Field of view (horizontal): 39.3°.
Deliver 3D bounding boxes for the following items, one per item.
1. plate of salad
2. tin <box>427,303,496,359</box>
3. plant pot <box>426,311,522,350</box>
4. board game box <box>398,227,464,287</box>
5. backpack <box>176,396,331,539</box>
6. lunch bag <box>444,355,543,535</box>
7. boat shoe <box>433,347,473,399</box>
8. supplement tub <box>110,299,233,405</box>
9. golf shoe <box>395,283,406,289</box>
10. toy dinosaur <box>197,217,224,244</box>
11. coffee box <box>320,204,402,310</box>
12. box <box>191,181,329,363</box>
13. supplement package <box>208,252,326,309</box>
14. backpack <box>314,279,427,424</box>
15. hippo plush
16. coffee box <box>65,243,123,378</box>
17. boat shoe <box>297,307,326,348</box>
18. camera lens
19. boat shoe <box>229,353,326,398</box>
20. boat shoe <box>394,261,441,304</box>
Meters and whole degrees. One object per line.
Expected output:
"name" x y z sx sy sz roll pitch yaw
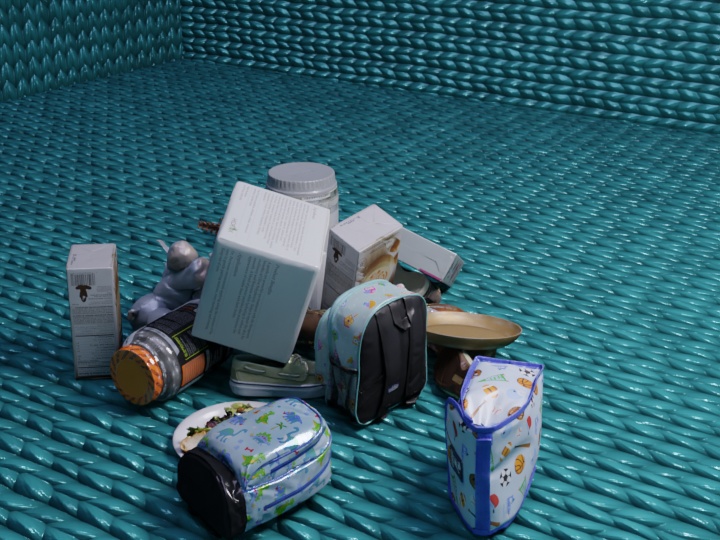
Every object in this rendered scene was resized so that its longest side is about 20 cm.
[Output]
"plate of salad" -0.183 0.239 1.519 0.197 0.049 0.200 0 22 0
"tin" 0.166 0.115 1.839 0.111 0.042 0.200 -9 25 -31
"plant pot" 0.178 0.105 1.738 0.197 0.028 0.200 3 9 -1
"board game box" 0.121 -0.030 1.993 0.146 0.065 0.200 28 3 11
"backpack" -0.129 0.261 1.373 0.198 0.156 0.163 -2 17 -35
"lunch bag" 0.178 0.236 1.375 0.122 0.172 0.200 4 23 16
"boat shoe" 0.180 0.185 1.654 0.074 0.075 0.202 32 7 -18
"supplement tub" -0.310 0.136 1.666 0.121 0.124 0.200 13 25 28
"golf shoe" 0.049 0.062 1.771 0.072 0.093 0.200 11 -12 12
"toy dinosaur" -0.209 -0.057 1.884 0.197 0.104 0.136 -8 -2 13
"coffee box" 0.000 0.000 1.803 0.114 0.201 0.080 -30 54 -34
"box" -0.160 0.000 1.654 0.169 0.201 0.201 17 32 -5
"supplement package" -0.178 0.021 1.946 0.198 0.123 0.119 -13 26 -30
"backpack" 0.019 0.115 1.601 0.175 0.202 0.153 -19 37 -38
"hippo plush" -0.347 0.045 1.813 0.199 0.160 0.161 33 65 22
"coffee box" -0.452 0.069 1.721 0.079 0.202 0.115 -2 23 -9
"boat shoe" -0.097 0.102 1.788 0.074 0.076 0.201 6 3 -40
"camera lens" -0.126 -0.115 2.168 0.158 0.202 0.160 1 23 0
"boat shoe" -0.118 0.170 1.666 0.197 0.063 0.072 -2 23 -9
"boat shoe" 0.089 0.029 2.013 0.059 0.072 0.199 36 -9 -30
